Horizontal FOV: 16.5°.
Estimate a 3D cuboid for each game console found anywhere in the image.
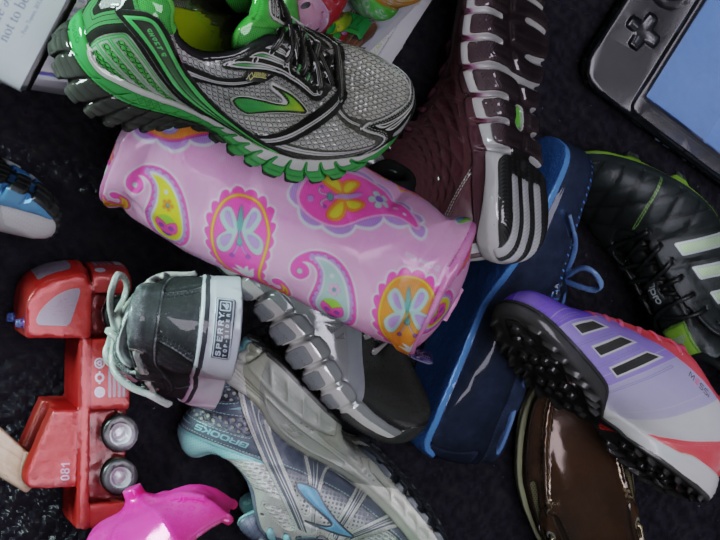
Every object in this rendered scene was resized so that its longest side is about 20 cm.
[{"bbox_3d":[0.264,-0.129,1.471,0.200,0.119,0.173,35,84,-19],"label":"game console"}]

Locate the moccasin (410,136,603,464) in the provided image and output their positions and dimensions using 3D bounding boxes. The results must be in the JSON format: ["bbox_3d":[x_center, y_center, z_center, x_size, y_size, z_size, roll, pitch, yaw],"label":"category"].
[{"bbox_3d":[0.089,0.019,1.458,0.068,0.080,0.200,20,103,-25],"label":"moccasin"}]

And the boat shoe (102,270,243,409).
[{"bbox_3d":[-0.102,0.035,1.310,0.068,0.199,0.074,6,88,-6],"label":"boat shoe"}]

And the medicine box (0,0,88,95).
[{"bbox_3d":[-0.199,-0.200,1.286,0.182,0.103,0.201,9,93,-4],"label":"medicine box"}]

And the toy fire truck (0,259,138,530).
[{"bbox_3d":[-0.196,0.094,1.372,0.141,0.049,0.201,-1,96,-18],"label":"toy fire truck"}]

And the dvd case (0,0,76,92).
[{"bbox_3d":[-0.220,-0.196,1.225,0.200,0.018,0.143,28,93,-4],"label":"dvd case"}]

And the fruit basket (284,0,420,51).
[{"bbox_3d":[-0.008,-0.164,1.305,0.200,0.094,0.185,-48,150,1],"label":"fruit basket"}]

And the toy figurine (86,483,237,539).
[{"bbox_3d":[-0.074,0.201,1.341,0.184,0.150,0.200,27,82,-6],"label":"toy figurine"}]

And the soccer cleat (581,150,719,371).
[{"bbox_3d":[0.192,0.006,1.482,0.200,0.067,0.081,40,54,-20],"label":"soccer cleat"}]

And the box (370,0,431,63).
[{"bbox_3d":[-0.071,-0.159,1.395,0.200,0.036,0.145,35,85,-21],"label":"box"}]

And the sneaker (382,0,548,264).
[{"bbox_3d":[0.043,-0.096,1.420,0.076,0.115,0.201,26,60,-52],"label":"sneaker"}]

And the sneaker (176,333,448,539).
[{"bbox_3d":[-0.024,0.131,1.434,0.086,0.078,0.200,-43,102,3],"label":"sneaker"}]

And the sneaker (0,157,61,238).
[{"bbox_3d":[-0.262,-0.035,1.330,0.199,0.075,0.087,14,100,-13],"label":"sneaker"}]

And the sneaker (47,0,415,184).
[{"bbox_3d":[-0.049,-0.100,1.232,0.200,0.085,0.078,9,54,-38],"label":"sneaker"}]

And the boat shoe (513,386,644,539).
[{"bbox_3d":[0.143,0.160,1.484,0.075,0.075,0.203,-14,100,-17],"label":"boat shoe"}]

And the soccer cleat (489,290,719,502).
[{"bbox_3d":[0.150,0.058,1.429,0.200,0.068,0.073,40,72,-33],"label":"soccer cleat"}]

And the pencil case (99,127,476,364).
[{"bbox_3d":[-0.036,-0.029,1.309,0.200,0.087,0.088,25,87,1],"label":"pencil case"}]

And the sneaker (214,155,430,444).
[{"bbox_3d":[0.000,0.000,1.384,0.115,0.075,0.200,-36,107,20],"label":"sneaker"}]
